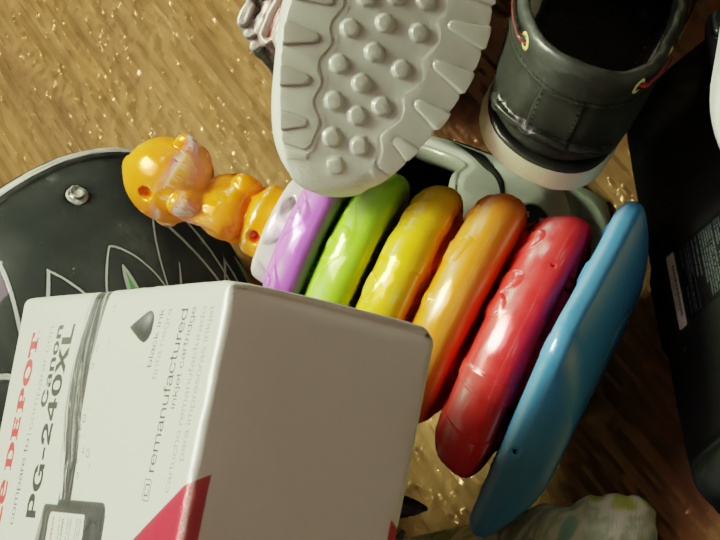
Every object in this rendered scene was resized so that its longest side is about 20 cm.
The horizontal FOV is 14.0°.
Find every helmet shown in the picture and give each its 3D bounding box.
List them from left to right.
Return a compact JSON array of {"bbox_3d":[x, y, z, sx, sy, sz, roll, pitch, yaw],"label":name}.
[{"bbox_3d":[-0.135,0.041,1.303,0.191,0.200,0.200,13,83,53],"label":"helmet"}]

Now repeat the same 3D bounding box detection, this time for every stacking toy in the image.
[{"bbox_3d":[0.000,0.000,1.109,0.110,0.200,0.116,-58,-10,-48],"label":"stacking toy"}]

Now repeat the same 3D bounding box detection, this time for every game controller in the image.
[{"bbox_3d":[0.145,-0.008,1.082,0.104,0.042,0.200,126,147,-46],"label":"game controller"}]

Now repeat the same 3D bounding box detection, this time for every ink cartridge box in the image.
[{"bbox_3d":[-0.066,0.085,1.051,0.200,0.083,0.146,-6,72,63],"label":"ink cartridge box"}]

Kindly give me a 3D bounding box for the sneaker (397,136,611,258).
[{"bbox_3d":[0.012,-0.029,1.231,0.200,0.088,0.074,1,74,56],"label":"sneaker"}]

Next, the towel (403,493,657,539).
[{"bbox_3d":[0.031,0.182,1.122,0.200,0.048,0.172,-19,58,49],"label":"towel"}]

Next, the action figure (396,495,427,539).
[{"bbox_3d":[-0.049,0.170,1.147,0.130,0.069,0.200,23,94,51],"label":"action figure"}]

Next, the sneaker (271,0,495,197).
[{"bbox_3d":[0.006,-0.121,1.100,0.080,0.076,0.200,162,124,-68],"label":"sneaker"}]

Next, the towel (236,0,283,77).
[{"bbox_3d":[-0.002,-0.170,1.271,0.200,0.032,0.191,45,-116,-83],"label":"towel"}]

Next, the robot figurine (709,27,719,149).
[{"bbox_3d":[0.178,-0.087,0.978,0.200,0.113,0.170,-75,-14,-45],"label":"robot figurine"}]

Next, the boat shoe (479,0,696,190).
[{"bbox_3d":[0.099,-0.117,1.124,0.063,0.074,0.202,114,179,-45],"label":"boat shoe"}]
